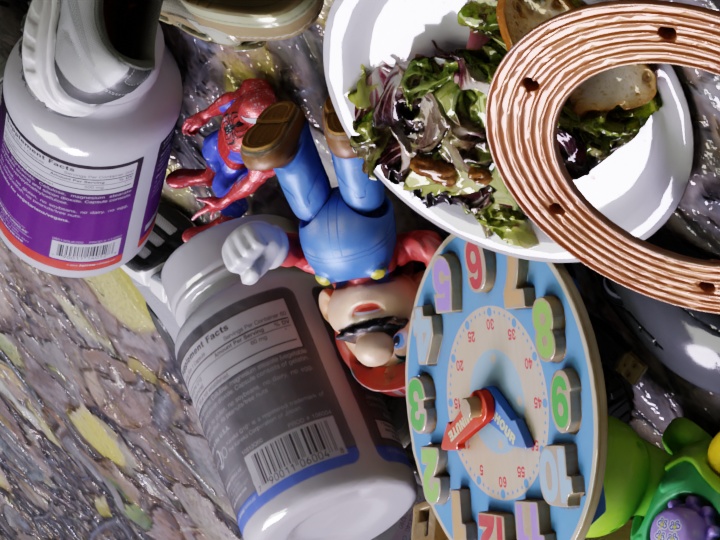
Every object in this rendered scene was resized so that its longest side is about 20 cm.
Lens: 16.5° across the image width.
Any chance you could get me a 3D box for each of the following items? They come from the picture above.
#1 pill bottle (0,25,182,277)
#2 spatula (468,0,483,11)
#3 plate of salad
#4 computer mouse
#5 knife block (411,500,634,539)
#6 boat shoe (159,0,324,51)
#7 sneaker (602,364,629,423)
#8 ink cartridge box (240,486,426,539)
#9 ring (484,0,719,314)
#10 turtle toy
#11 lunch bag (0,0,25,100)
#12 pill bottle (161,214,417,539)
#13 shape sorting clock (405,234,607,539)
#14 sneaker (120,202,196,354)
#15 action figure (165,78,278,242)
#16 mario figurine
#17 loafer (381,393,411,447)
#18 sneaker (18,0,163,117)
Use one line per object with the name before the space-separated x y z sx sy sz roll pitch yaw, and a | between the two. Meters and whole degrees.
pill bottle | -0.175 -0.089 1.580 0.112 0.112 0.200 41 149 13
spatula | 0.027 -0.121 1.320 0.057 0.021 0.200 46 157 -8
plate of salad | 0.067 -0.076 1.232 0.199 0.048 0.200 17 137 17
computer mouse | 0.152 0.032 1.314 0.200 0.046 0.141 35 152 26
knife block | 0.121 0.211 1.501 0.199 0.064 0.176 6 148 -3
boat shoe | -0.076 -0.157 1.380 0.200 0.073 0.063 18 154 50
sneaker | 0.095 0.100 1.486 0.088 0.076 0.200 55 152 24
ink cartridge box | 0.027 0.191 1.658 0.199 0.067 0.116 23 157 -5
ring | 0.154 -0.052 1.150 0.200 0.019 0.201 17 142 14
turtle toy | 0.186 0.149 1.368 0.200 0.101 0.146 44 156 9
lunch bag | -0.283 -0.143 1.685 0.164 0.118 0.200 41 160 13
pill bottle | -0.050 0.072 1.556 0.114 0.113 0.200 99 152 -61
shape sorting clock | 0.074 0.072 1.356 0.200 0.039 0.201 25 119 57
sneaker | -0.090 0.042 1.718 0.200 0.075 0.116 44 163 33
action figure | -0.082 -0.069 1.536 0.200 0.052 0.066 134 127 -64
mario figurine | 0.000 0.000 1.450 0.123 0.106 0.200 18 142 44
loafer | -0.011 0.096 1.672 0.070 0.075 0.200 30 164 -27
sneaker | -0.136 -0.186 1.348 0.079 0.074 0.201 -9 79 43
